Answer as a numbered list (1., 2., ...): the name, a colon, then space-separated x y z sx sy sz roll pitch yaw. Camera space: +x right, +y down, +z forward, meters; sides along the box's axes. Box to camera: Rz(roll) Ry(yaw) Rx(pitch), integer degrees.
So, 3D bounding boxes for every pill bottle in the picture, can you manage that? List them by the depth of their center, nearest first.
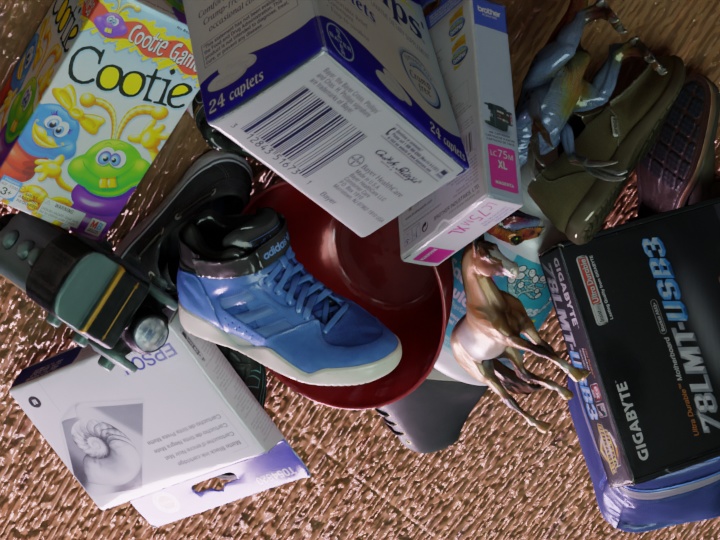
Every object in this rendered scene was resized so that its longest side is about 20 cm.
1. pill bottle: 0.123 -0.009 1.544 0.110 0.111 0.201 15 122 -21

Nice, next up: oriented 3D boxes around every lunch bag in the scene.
1. lunch bag: 0.260 0.113 1.617 0.134 0.201 0.133 -13 147 -4

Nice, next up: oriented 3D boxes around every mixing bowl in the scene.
1. mixing bowl: 0.000 0.000 1.497 0.198 0.108 0.202 12 117 24

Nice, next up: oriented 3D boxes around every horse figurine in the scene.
1. horse figurine: 0.117 0.059 1.454 0.050 0.132 0.200 -47 169 -18

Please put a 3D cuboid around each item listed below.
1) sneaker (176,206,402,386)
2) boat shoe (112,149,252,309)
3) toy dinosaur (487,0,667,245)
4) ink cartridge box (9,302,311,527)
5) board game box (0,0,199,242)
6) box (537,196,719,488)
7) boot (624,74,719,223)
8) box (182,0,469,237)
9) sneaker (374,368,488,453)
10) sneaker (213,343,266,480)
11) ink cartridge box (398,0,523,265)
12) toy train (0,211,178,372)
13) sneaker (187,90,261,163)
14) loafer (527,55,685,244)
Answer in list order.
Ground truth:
1. sneaker: -0.060 0.013 1.423 0.198 0.077 0.112 19 128 28
2. boat shoe: -0.152 -0.010 1.516 0.070 0.067 0.200 30 116 -29
3. toy dinosaur: 0.146 -0.115 1.399 0.181 0.201 0.105 -43 124 13
4. ink cartridge box: -0.173 0.140 1.572 0.198 0.041 0.201 -23 115 32
5. board game box: -0.196 -0.141 1.384 0.104 0.103 0.201 22 120 -26
6. box: 0.263 0.052 1.478 0.197 0.202 0.050 -14 173 -23
7. boot: 0.290 -0.079 1.568 0.096 0.075 0.202 -9 126 -33
8. box: -0.030 -0.160 1.317 0.104 0.201 0.184 -31 140 21
9. sneaker: 0.020 0.109 1.634 0.198 0.075 0.107 9 122 -19
10. sneaker: -0.120 0.087 1.591 0.075 0.080 0.201 10 129 10
11. ink cartridge box: 0.069 -0.118 1.380 0.042 0.202 0.119 9 154 -30
12. toy train: -0.224 0.008 1.440 0.114 0.200 0.086 38 85 -37
13. sneaker: -0.042 -0.109 1.450 0.198 0.087 0.081 2 128 -14
14. loafer: 0.198 -0.110 1.458 0.067 0.200 0.076 30 145 8
